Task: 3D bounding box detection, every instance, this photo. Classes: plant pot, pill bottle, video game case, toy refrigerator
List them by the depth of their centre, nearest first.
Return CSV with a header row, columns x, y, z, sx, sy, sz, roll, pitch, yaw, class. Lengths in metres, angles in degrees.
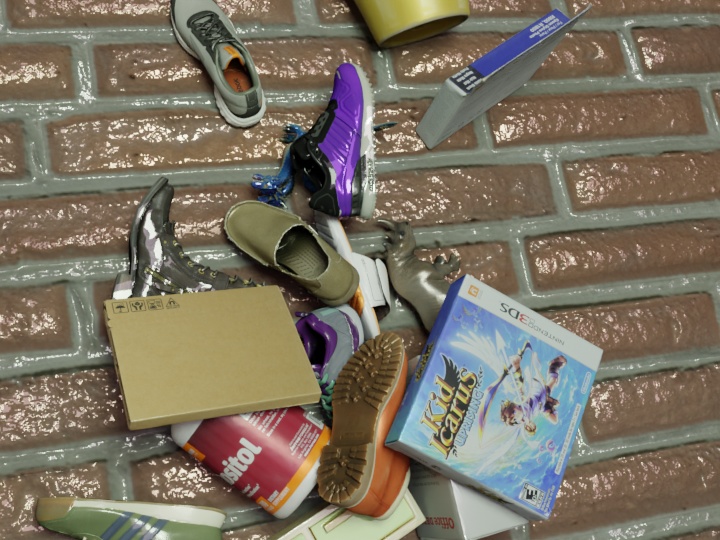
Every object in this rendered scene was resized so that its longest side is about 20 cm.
x,y,z,sx,sy,sz,roll,pitch,yaw,class
0.146,0.132,0.872,0.181,0.045,0.200,28,67,-7,video game case
-0.133,0.172,0.909,0.200,0.113,0.113,37,70,-1,pill bottle
-0.032,0.302,0.920,0.200,0.070,0.076,-29,84,-19,toy refrigerator
0.056,-0.407,1.086,0.200,0.201,0.189,-19,96,-18,plant pot

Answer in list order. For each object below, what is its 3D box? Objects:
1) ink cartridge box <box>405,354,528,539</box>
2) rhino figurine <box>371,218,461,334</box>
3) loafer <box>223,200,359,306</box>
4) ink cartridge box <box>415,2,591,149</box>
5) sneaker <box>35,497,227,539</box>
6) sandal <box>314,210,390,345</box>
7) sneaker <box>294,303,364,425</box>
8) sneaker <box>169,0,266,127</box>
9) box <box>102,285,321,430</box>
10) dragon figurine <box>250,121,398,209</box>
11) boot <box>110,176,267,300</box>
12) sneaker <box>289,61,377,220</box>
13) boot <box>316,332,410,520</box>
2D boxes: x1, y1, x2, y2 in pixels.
x,y,z,sx,sy,sz,roll,pitch,yaw,class
0.103,0.199,0.942,0.084,0.145,0.200,-9,77,-19,ink cartridge box
0.084,0.012,1.036,0.087,0.060,0.200,-36,84,-23,rhino figurine
-0.087,-0.033,0.967,0.200,0.067,0.076,29,76,25,loafer
0.178,-0.258,1.060,0.199,0.200,0.041,-36,86,-21,ink cartridge box
-0.245,0.292,0.869,0.200,0.067,0.090,9,68,-15,sneaker
0.002,-0.003,1.009,0.059,0.079,0.207,-16,77,-17,sandal
-0.033,0.140,0.944,0.087,0.074,0.200,-4,77,-49,sneaker
-0.177,-0.283,1.043,0.074,0.079,0.200,-28,82,-18,sneaker
-0.159,0.086,0.874,0.200,0.021,0.164,-4,46,-25,box
-0.046,-0.136,1.044,0.200,0.059,0.100,-8,77,-16,dragon figurine
-0.193,0.004,0.972,0.174,0.069,0.200,15,79,-13,boot
-0.036,-0.160,0.985,0.099,0.070,0.201,0,74,-11,sneaker
0.020,0.172,0.902,0.107,0.075,0.200,42,55,-42,boot
